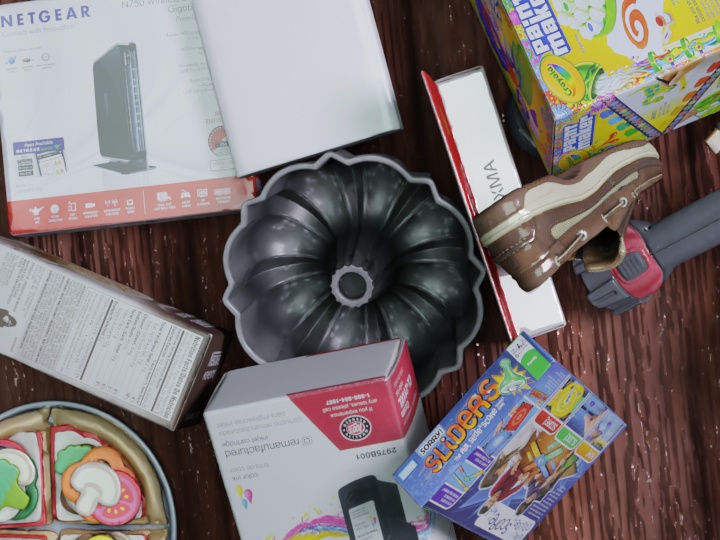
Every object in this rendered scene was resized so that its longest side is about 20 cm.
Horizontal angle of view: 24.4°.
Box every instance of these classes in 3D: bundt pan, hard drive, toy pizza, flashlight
[{"bbox_3d":[0.000,0.000,1.256,0.199,0.076,0.205,3,109,10],"label":"bundt pan"},{"bbox_3d":[-0.056,-0.185,1.252,0.130,0.027,0.203,-15,88,11],"label":"hard drive"},{"bbox_3d":[-0.244,0.205,1.314,0.197,0.032,0.203,0,89,5],"label":"toy pizza"},{"bbox_3d":[0.249,-0.035,1.212,0.199,0.068,0.068,-31,50,36],"label":"flashlight"}]

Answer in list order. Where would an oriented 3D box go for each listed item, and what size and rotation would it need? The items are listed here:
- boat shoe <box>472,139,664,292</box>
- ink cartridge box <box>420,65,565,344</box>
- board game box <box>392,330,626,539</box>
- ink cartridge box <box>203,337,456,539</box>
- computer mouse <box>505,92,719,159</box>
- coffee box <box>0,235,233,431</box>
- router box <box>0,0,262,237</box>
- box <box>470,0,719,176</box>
[{"bbox_3d":[0.157,-0.032,1.174,0.075,0.201,0.075,-37,80,46],"label":"boat shoe"},{"bbox_3d":[0.100,-0.048,1.216,0.044,0.176,0.202,-18,88,5],"label":"ink cartridge box"},{"bbox_3d":[0.113,0.129,1.202,0.136,0.200,0.034,-48,61,2],"label":"board game box"},{"bbox_3d":[-0.015,0.168,1.232,0.144,0.083,0.202,-12,106,13],"label":"ink cartridge box"},{"bbox_3d":[0.216,-0.130,1.273,0.200,0.046,0.141,-40,78,-7],"label":"computer mouse"},{"bbox_3d":[-0.207,0.046,1.274,0.198,0.114,0.081,23,90,4],"label":"coffee box"},{"bbox_3d":[-0.184,-0.126,1.307,0.197,0.049,0.182,-7,88,5],"label":"router box"},{"bbox_3d":[0.186,-0.208,1.208,0.191,0.122,0.202,-21,72,-2],"label":"box"}]
